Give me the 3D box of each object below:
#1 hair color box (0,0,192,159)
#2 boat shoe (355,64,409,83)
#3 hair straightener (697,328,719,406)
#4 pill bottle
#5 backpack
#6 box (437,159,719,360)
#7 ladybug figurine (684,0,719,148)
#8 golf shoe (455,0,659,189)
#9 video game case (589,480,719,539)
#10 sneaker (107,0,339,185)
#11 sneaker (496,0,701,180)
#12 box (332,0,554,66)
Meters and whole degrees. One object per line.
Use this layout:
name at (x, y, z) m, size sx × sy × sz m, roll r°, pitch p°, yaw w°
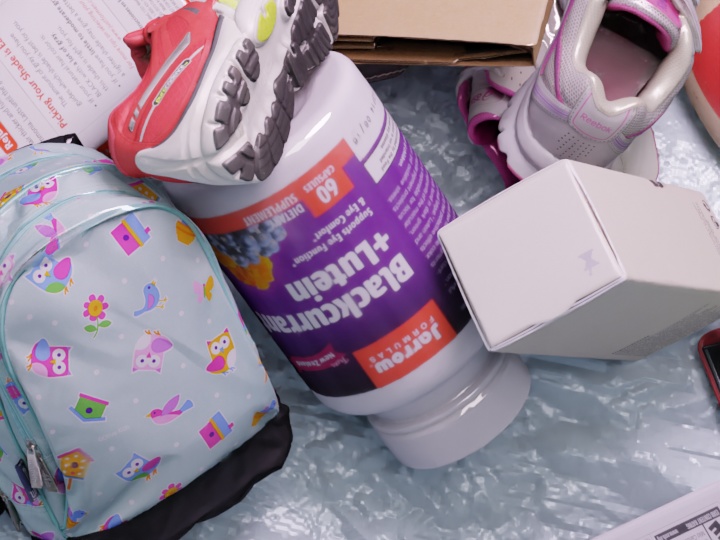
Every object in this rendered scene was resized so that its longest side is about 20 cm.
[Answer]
hair color box at (-0.169, -0.084, 1.348) m, size 0.200 × 0.061 × 0.102 m, roll -39°, pitch 83°, yaw 5°
boat shoe at (-0.069, -0.101, 1.422) m, size 0.200 × 0.067 × 0.057 m, roll -2°, pitch 107°, yaw -10°
hair straightener at (0.229, 0.110, 1.382) m, size 0.041 × 0.077 × 0.200 m, roll -5°, pitch 69°, yaw -22°
pill bottle at (0.000, 0.000, 1.329) m, size 0.111 × 0.111 × 0.200 m, roll -47°, pitch 118°, yaw -21°
backpack at (-0.122, 0.034, 1.284) m, size 0.167 × 0.127 × 0.200 m, roll -35°, pitch 121°, yaw -23°
box at (0.121, -0.002, 1.340) m, size 0.082 × 0.200 × 0.068 m, roll -29°, pitch 75°, yaw 20°
ladybug figurine at (0.253, -0.109, 1.472) m, size 0.136 × 0.072 × 0.200 m, roll -32°, pitch 79°, yaw -20°
golf shoe at (0.086, -0.116, 1.432) m, size 0.091 × 0.075 × 0.200 m, roll -13°, pitch 71°, yaw -36°
video game case at (0.156, 0.214, 1.326) m, size 0.200 × 0.023 × 0.182 m, roll -19°, pitch 73°, yaw -40°
sneaker at (-0.068, -0.115, 1.265) m, size 0.085 × 0.077 × 0.200 m, roll -3°, pitch 37°, yaw 23°
sneaker at (0.142, -0.131, 1.378) m, size 0.081 × 0.088 × 0.200 m, roll 26°, pitch 64°, yaw -15°
box at (0.032, -0.179, 1.414) m, size 0.163 × 0.021 × 0.200 m, roll 3°, pitch 44°, yaw 16°
